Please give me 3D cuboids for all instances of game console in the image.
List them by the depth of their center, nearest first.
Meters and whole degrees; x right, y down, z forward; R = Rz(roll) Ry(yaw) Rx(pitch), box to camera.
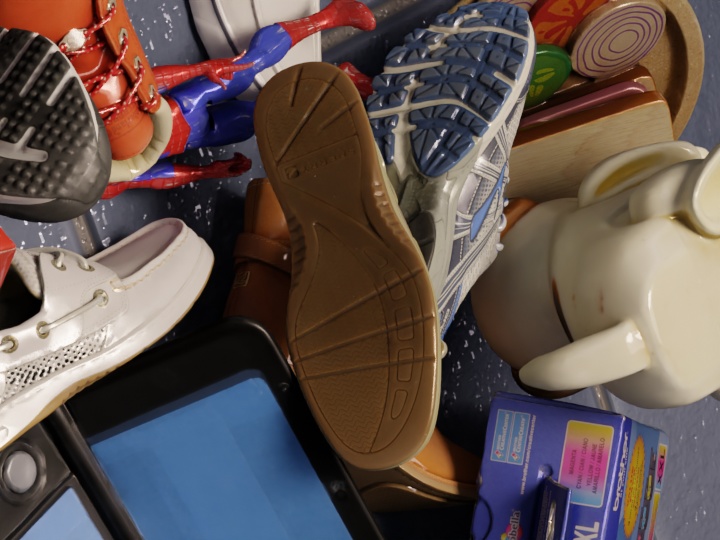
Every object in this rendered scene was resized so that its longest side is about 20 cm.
[{"bbox_3d":[-0.090,0.151,1.211,0.176,0.116,0.200,-47,118,-39],"label":"game console"}]

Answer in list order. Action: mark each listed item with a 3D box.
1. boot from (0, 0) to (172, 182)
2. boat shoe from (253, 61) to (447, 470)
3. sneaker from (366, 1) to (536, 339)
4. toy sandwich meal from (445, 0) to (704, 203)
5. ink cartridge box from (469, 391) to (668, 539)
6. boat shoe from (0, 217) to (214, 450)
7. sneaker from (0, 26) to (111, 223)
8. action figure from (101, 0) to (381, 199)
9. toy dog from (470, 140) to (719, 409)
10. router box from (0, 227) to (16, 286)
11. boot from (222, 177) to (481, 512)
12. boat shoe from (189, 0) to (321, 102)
[{"bbox_3d":[-0.125,-0.105,1.139,0.075,0.200,0.107,-34,76,-7],"label":"boot"},{"bbox_3d":[0.000,0.000,1.233,0.063,0.073,0.201,49,29,-70],"label":"boat shoe"},{"bbox_3d":[0.040,-0.042,1.319,0.201,0.077,0.085,-66,150,-15],"label":"sneaker"},{"bbox_3d":[0.109,-0.077,1.417,0.205,0.205,0.070,34,20,-39],"label":"toy sandwich meal"},{"bbox_3d":[0.105,0.140,1.378,0.200,0.076,0.137,22,77,-73],"label":"ink cartridge box"},{"bbox_3d":[-0.146,0.019,1.200,0.200,0.071,0.070,-40,113,-40],"label":"boat shoe"},{"bbox_3d":[-0.161,-0.061,1.109,0.074,0.200,0.080,-49,132,-12],"label":"sneaker"},{"bbox_3d":[-0.077,-0.078,1.275,0.199,0.052,0.066,-23,129,-28],"label":"action figure"},{"bbox_3d":[0.138,0.016,1.341,0.194,0.200,0.140,-42,109,-22],"label":"toy dog"},{"bbox_3d":[-0.246,0.064,1.015,0.179,0.200,0.049,-14,51,-46],"label":"router box"},{"bbox_3d":[0.006,0.042,1.362,0.200,0.073,0.155,22,64,-49],"label":"boot"},{"bbox_3d":[-0.048,-0.177,1.329,0.072,0.066,0.201,-16,98,-47],"label":"boat shoe"}]
